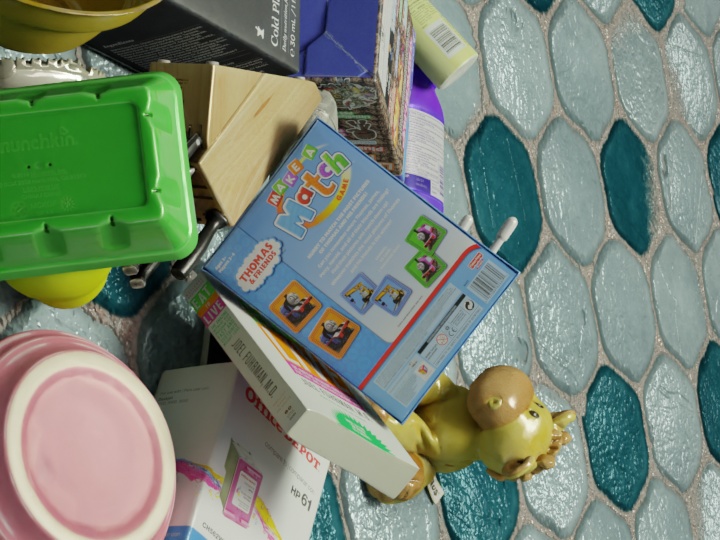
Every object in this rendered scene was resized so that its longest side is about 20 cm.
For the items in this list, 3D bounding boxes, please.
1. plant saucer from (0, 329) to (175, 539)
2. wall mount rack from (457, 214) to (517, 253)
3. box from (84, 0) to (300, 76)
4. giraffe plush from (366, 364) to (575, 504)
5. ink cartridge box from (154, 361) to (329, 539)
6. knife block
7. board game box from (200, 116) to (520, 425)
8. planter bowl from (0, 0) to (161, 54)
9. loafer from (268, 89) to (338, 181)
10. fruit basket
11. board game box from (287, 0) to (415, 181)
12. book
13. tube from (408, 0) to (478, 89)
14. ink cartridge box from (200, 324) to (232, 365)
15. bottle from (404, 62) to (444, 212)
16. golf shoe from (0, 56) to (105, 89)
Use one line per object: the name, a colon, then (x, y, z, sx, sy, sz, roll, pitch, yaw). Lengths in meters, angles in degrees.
plant saucer: (-0.205, 0.136, 1.444, 0.200, 0.051, 0.201, 21, 59, -40)
wall mount rack: (0.040, 0.011, 1.696, 0.174, 0.200, 0.075, -16, 98, -14)
box: (-0.149, -0.269, 1.626, 0.197, 0.124, 0.200, 22, 63, -53)
giraffe plush: (0.104, 0.146, 1.873, 0.200, 0.162, 0.173, 54, 44, -39)
ink cartridge box: (-0.112, 0.193, 1.591, 0.145, 0.085, 0.200, 49, 42, -39)
knife block: (-0.117, -0.071, 1.565, 0.200, 0.064, 0.176, 2, 94, -57)
board game box: (0.000, 0.000, 1.580, 0.200, 0.151, 0.037, 38, 2, 2)
planter bowl: (-0.238, -0.216, 1.460, 0.200, 0.084, 0.200, 17, 38, -14)
loafer: (-0.048, -0.064, 1.710, 0.200, 0.070, 0.070, 88, 3, -45)
fruit basket: (-0.218, -0.053, 1.422, 0.216, 0.215, 0.156, -2, 84, -59)
board game box: (-0.014, -0.190, 1.778, 0.200, 0.097, 0.160, 71, 22, -65)
book: (-0.051, 0.088, 1.574, 0.134, 0.048, 0.200, 34, 10, -42)
tube: (0.030, -0.262, 1.936, 0.200, 0.052, 0.058, 49, -8, 4)
ink cartridge box: (-0.060, 0.068, 1.750, 0.200, 0.039, 0.100, 30, 58, -51)
bottle: (0.042, -0.139, 1.955, 0.084, 0.065, 0.200, 22, 63, -50)
golf shoe: (-0.215, -0.098, 1.517, 0.200, 0.078, 0.097, 26, 66, -53)
